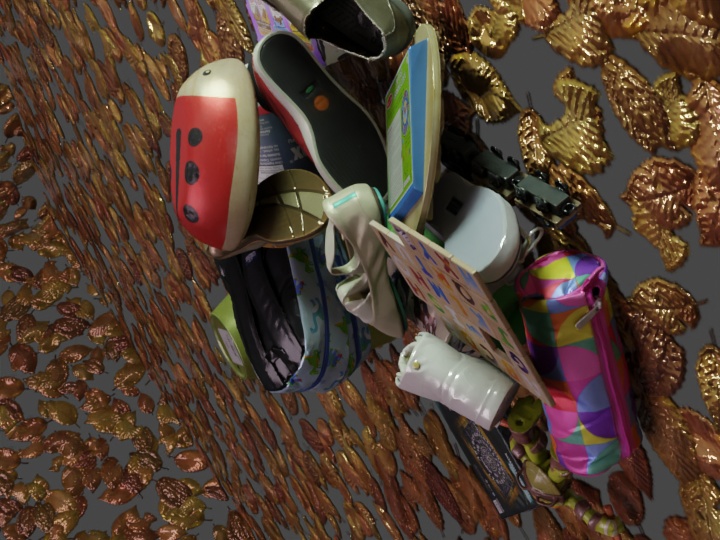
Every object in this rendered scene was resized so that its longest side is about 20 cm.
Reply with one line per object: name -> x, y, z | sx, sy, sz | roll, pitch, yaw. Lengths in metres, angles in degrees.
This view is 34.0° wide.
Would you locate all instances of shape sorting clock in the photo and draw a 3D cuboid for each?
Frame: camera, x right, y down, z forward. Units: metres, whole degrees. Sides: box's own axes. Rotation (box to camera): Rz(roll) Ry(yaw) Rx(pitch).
shape sorting clock -> 0.053, -0.120, 1.064 | 0.200, 0.039, 0.202 | 180, 90, -83

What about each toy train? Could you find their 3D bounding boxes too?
toy train -> 0.127, -0.080, 1.045 | 0.200, 0.034, 0.046 | 38, 161, 52

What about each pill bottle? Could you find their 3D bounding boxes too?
pill bottle -> -0.079, -0.137, 1.364 | 0.119, 0.119, 0.201 | 34, 146, 54

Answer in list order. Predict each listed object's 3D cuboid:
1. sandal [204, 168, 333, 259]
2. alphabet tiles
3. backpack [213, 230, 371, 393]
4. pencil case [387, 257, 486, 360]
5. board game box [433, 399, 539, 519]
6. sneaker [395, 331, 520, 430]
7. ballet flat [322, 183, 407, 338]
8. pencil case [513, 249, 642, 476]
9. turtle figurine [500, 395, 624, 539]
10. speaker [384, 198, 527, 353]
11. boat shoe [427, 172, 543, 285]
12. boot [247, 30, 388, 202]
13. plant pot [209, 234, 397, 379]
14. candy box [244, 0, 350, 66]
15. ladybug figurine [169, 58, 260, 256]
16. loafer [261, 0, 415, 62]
sandal -> -0.090, -0.052, 1.232 | 0.199, 0.054, 0.081 | -16, 63, 45
alphabet tiles -> 0.079, 0.023, 1.028 | 0.200, 0.008, 0.168 | 36, 164, 54
backpack -> -0.073, 0.038, 1.303 | 0.163, 0.153, 0.201 | -43, 43, 38
pencil case -> 0.070, 0.025, 1.252 | 0.200, 0.077, 0.090 | 45, 133, 41
board game box -> 0.143, 0.183, 1.348 | 0.201, 0.028, 0.135 | 61, 160, 9
sneaker -> 0.096, 0.098, 1.137 | 0.115, 0.074, 0.200 | 27, 180, 13
ballet flat -> 0.000, 0.000, 1.170 | 0.069, 0.069, 0.201 | 43, 154, 44
pencil case -> 0.190, 0.080, 1.022 | 0.088, 0.088, 0.201 | 31, 144, 56
turtle figurine -> 0.182, 0.192, 1.171 | 0.200, 0.064, 0.162 | 50, 168, 38
speaker -> 0.092, -0.006, 1.152 | 0.200, 0.088, 0.089 | 45, 154, 40
boat shoe -> 0.115, -0.023, 1.029 | 0.086, 0.075, 0.202 | 34, -174, -19
boot -> -0.044, -0.146, 1.207 | 0.201, 0.072, 0.144 | 54, 170, -6
plant pot -> -0.082, 0.050, 1.489 | 0.187, 0.199, 0.188 | 50, 157, 31
candy box -> -0.071, -0.321, 1.179 | 0.168, 0.071, 0.201 | 32, 145, 55
ladybug figurine -> -0.151, -0.116, 1.199 | 0.136, 0.071, 0.202 | 180, 90, -65
loafer -> -0.042, -0.255, 1.070 | 0.199, 0.070, 0.075 | 28, 122, -3
